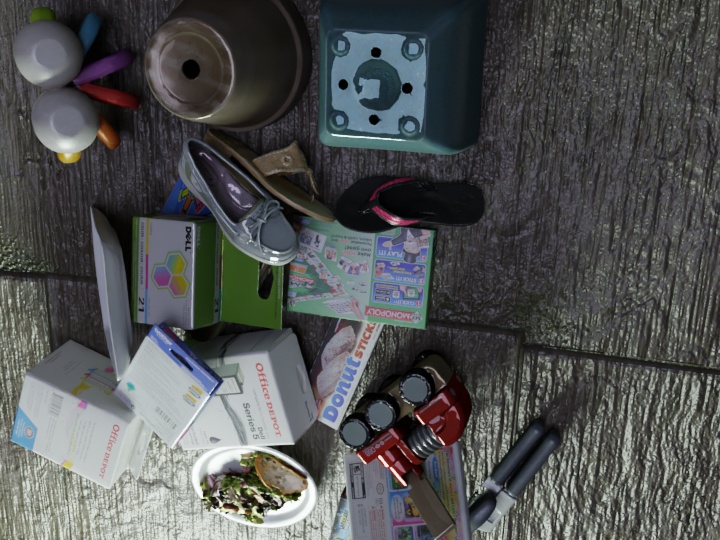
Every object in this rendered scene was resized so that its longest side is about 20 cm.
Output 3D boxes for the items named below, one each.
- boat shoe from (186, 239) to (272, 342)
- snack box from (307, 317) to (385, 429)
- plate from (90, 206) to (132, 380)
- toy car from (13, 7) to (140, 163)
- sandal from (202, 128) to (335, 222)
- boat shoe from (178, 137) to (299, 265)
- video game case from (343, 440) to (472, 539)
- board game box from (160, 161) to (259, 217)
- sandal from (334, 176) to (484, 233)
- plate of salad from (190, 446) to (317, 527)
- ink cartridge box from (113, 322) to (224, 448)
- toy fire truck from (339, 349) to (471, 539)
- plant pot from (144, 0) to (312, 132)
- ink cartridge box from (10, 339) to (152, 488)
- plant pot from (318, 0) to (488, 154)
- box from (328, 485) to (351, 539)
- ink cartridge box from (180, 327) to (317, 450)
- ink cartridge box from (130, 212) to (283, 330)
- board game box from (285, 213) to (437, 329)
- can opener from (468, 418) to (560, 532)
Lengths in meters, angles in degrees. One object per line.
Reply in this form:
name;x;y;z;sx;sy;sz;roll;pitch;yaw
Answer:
boat shoe;-0.177;0.015;1.288;0.073;0.063;0.202;37;108;15
snack box;-0.026;0.130;1.298;0.071;0.024;0.201;26;113;8
plate;-0.351;0.027;1.277;0.032;0.199;0.202;-8;110;-19
toy car;-0.372;-0.251;1.200;0.149;0.175;0.202;-16;107;-17
sandal;-0.110;-0.148;1.199;0.211;0.078;0.070;33;107;9
boat shoe;-0.158;-0.089;1.166;0.074;0.065;0.202;-41;86;-18
video game case;0.069;0.356;1.298;0.180;0.024;0.202;-11;75;22
board game box;-0.231;-0.073;1.284;0.102;0.019;0.201;34;114;0
sandal;0.061;-0.090;1.177;0.198;0.045;0.076;-1;83;11
plate of salad;-0.164;0.336;1.370;0.198;0.048;0.201;5;130;6
ink cartridge box;-0.262;0.153;1.242;0.119;0.042;0.200;42;136;3
toy fire truck;0.089;0.243;1.243;0.176;0.129;0.200;-39;91;22
plant pot;-0.178;-0.260;1.123;0.198;0.174;0.202;5;111;12
ink cartridge box;-0.402;0.222;1.373;0.198;0.125;0.129;25;113;5
plant pot;0.037;-0.231;1.063;0.194;0.200;0.198;6;110;13
box;0.001;0.440;1.394;0.109;0.035;0.202;17;112;9
ink cartridge box;-0.179;0.173;1.309;0.198;0.084;0.147;-8;106;26
ink cartridge box;-0.208;0.004;1.223;0.198;0.076;0.150;6;98;23
board game box;0.000;0.000;1.230;0.198;0.029;0.136;7;99;12
can opener;0.211;0.301;1.279;0.052;0.066;0.201;33;109;2
